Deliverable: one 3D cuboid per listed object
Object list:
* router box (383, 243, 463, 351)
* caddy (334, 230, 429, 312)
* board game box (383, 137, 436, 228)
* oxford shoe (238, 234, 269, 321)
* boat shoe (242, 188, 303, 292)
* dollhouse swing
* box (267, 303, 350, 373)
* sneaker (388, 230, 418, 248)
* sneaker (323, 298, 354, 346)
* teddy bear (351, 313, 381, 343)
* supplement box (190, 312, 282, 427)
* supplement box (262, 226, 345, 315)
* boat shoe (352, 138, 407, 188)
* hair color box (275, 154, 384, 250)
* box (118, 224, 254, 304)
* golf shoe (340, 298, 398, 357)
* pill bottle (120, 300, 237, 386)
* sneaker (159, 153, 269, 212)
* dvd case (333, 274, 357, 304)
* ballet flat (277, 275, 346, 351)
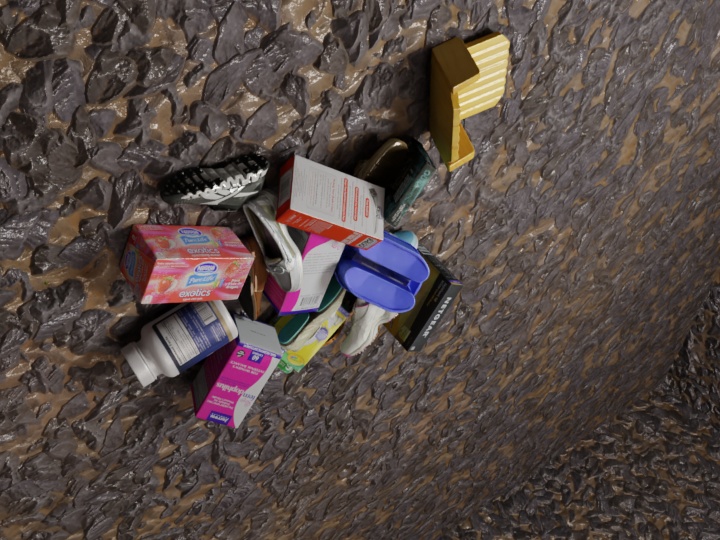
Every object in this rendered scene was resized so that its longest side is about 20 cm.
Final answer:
[{"bbox_3d":[0.127,0.063,1.859,0.052,0.157,0.201,6,122,-48],"label":"router box"},{"bbox_3d":[0.041,-0.002,1.598,0.198,0.105,0.143,26,97,-16],"label":"caddy"},{"bbox_3d":[0.085,-0.174,1.550,0.028,0.200,0.136,31,107,-15],"label":"board game box"},{"bbox_3d":[-0.202,0.017,1.550,0.071,0.071,0.202,-25,140,-31],"label":"oxford shoe"},{"bbox_3d":[-0.162,-0.046,1.463,0.065,0.074,0.204,-36,123,-39],"label":"boat shoe"},{"bbox_3d":[0.230,-0.333,1.546,0.173,0.183,0.201,-12,139,-8],"label":"dollhouse swing"},{"bbox_3d":[-0.130,0.125,1.710,0.117,0.048,0.200,39,99,-19],"label":"box"},{"bbox_3d":[0.045,-0.062,1.712,0.199,0.080,0.131,-28,144,-24],"label":"sneaker"},{"bbox_3d":[-0.062,0.084,1.771,0.201,0.078,0.077,-51,132,4],"label":"sneaker"},{"bbox_3d":[0.039,0.064,1.815,0.066,0.145,0.201,28,105,-14],"label":"teddy bear"},{"bbox_3d":[-0.256,0.206,1.630,0.100,0.104,0.201,21,114,-29],"label":"supplement box"},{"bbox_3d":[-0.113,-0.024,1.566,0.100,0.104,0.201,-4,131,-42],"label":"supplement box"},{"bbox_3d":[0.014,-0.182,1.561,0.074,0.067,0.201,19,116,-44],"label":"boat shoe"},{"bbox_3d":[-0.052,-0.121,1.456,0.198,0.112,0.064,17,152,-28],"label":"hair color box"},{"bbox_3d":[-0.300,-0.013,1.386,0.198,0.103,0.095,-1,127,-44],"label":"box"},{"bbox_3d":[0.009,0.097,1.699,0.091,0.076,0.200,34,109,-20],"label":"golf shoe"},{"bbox_3d":[-0.338,0.128,1.487,0.199,0.111,0.112,-32,145,-16],"label":"pill bottle"},{"bbox_3d":[-0.243,-0.131,1.350,0.198,0.066,0.091,-22,138,-33],"label":"sneaker"},{"bbox_3d":[0.000,0.000,1.671,0.199,0.016,0.149,30,118,-26],"label":"dvd case"},{"bbox_3d":[-0.091,0.090,1.660,0.200,0.068,0.062,-44,137,8],"label":"ballet flat"}]
